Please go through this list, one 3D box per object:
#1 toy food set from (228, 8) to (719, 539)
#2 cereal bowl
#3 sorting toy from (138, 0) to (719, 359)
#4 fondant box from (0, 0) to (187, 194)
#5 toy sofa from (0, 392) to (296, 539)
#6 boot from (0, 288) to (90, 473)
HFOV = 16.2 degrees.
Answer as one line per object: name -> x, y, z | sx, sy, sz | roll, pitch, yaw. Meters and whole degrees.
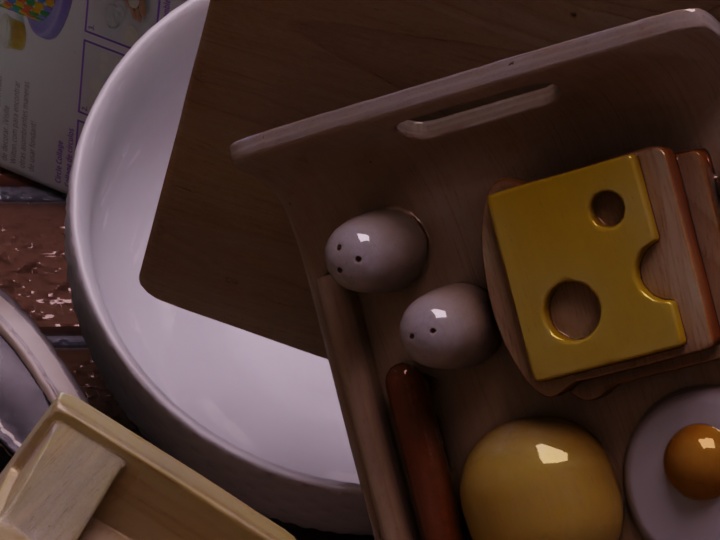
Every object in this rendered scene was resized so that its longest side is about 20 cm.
toy food set -> 0.051, 0.044, 0.672 | 0.143, 0.200, 0.060 | -16, -2, 25
cereal bowl -> 0.000, 0.000, 0.837 | 0.200, 0.083, 0.200 | 4, 60, -7
sorting toy -> 0.057, -0.053, 0.728 | 0.200, 0.199, 0.070 | 19, 40, 1
fondant box -> -0.097, -0.102, 0.952 | 0.200, 0.144, 0.058 | 22, 34, 20
toy sofa -> -0.089, 0.133, 0.648 | 0.083, 0.098, 0.200 | 32, 30, -9
boot -> -0.181, 0.042, 0.756 | 0.200, 0.073, 0.151 | 46, 54, 12
